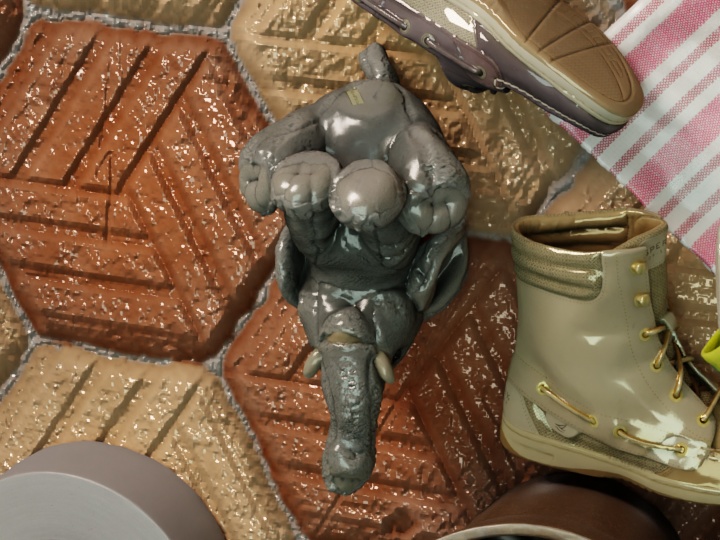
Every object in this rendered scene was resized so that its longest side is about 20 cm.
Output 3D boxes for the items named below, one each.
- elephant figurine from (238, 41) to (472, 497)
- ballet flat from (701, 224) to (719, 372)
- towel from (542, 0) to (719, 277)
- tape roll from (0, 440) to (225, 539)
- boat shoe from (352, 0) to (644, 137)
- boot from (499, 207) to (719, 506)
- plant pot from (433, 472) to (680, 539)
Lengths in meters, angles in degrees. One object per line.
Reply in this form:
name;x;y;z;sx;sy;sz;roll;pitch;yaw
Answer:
elephant figurine;0.000;0.000;1.022;0.141;0.155;0.200;38;146;41
ballet flat;0.231;-0.032;0.925;0.067;0.067;0.201;14;98;3
towel;0.219;-0.077;0.978;0.200;0.030;0.146;45;111;3
tape roll;-0.186;0.220;1.164;0.200;0.066;0.201;4;105;17
boat shoe;0.072;-0.135;0.989;0.200;0.072;0.065;37;126;13
boot;0.179;0.047;0.991;0.199;0.073;0.156;10;116;21
plant pot;0.110;0.215;0.991;0.199;0.198;0.201;2;99;14
